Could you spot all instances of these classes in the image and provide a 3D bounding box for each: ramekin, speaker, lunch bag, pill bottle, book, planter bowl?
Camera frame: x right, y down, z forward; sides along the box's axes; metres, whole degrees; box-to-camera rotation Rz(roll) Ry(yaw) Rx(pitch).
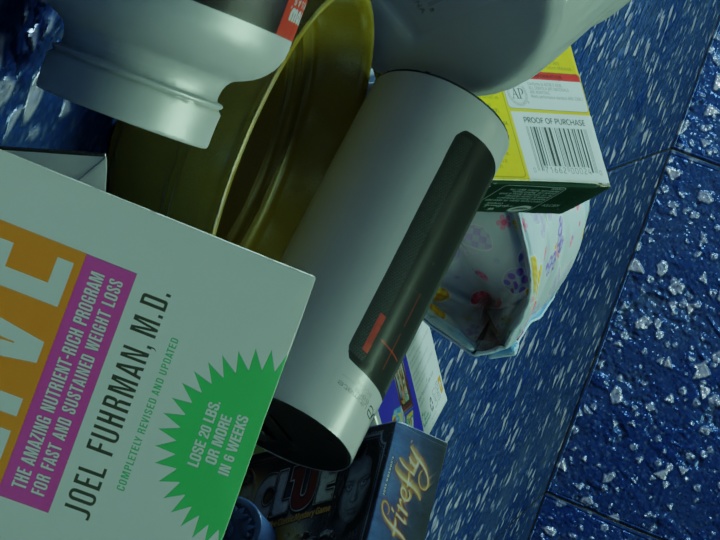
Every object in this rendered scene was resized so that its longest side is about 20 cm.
[{"bbox_3d":[0.048,-0.186,1.266,0.098,0.200,0.201,-47,157,-39],"label":"ramekin"},{"bbox_3d":[0.000,0.000,1.240,0.081,0.081,0.200,86,29,-63],"label":"speaker"},{"bbox_3d":[0.071,-0.054,1.599,0.200,0.127,0.170,71,24,-12],"label":"lunch bag"},{"bbox_3d":[-0.064,-0.157,1.020,0.112,0.112,0.200,4,107,-77],"label":"pill bottle"},{"bbox_3d":[-0.131,0.028,0.836,0.048,0.200,0.134,-6,-116,71],"label":"book"},{"bbox_3d":[-0.071,-0.060,1.218,0.200,0.083,0.201,21,90,-77],"label":"planter bowl"}]

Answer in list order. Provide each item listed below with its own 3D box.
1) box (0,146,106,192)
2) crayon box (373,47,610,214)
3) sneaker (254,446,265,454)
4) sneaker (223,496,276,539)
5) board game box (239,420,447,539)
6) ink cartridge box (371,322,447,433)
[{"bbox_3d":[-0.133,0.024,0.965,0.200,0.060,0.117,132,-38,-81],"label":"box"},{"bbox_3d":[0.066,-0.134,1.457,0.127,0.200,0.051,1,159,-40],"label":"crayon box"},{"bbox_3d":[-0.084,0.114,1.430,0.200,0.090,0.067,-50,159,-54],"label":"sneaker"},{"bbox_3d":[-0.116,0.192,1.269,0.200,0.070,0.078,-34,133,12],"label":"sneaker"},{"bbox_3d":[-0.038,0.158,1.267,0.200,0.035,0.136,-20,-130,55],"label":"board game box"},{"bbox_3d":[0.004,0.028,1.645,0.198,0.043,0.200,-52,131,-70],"label":"ink cartridge box"}]
